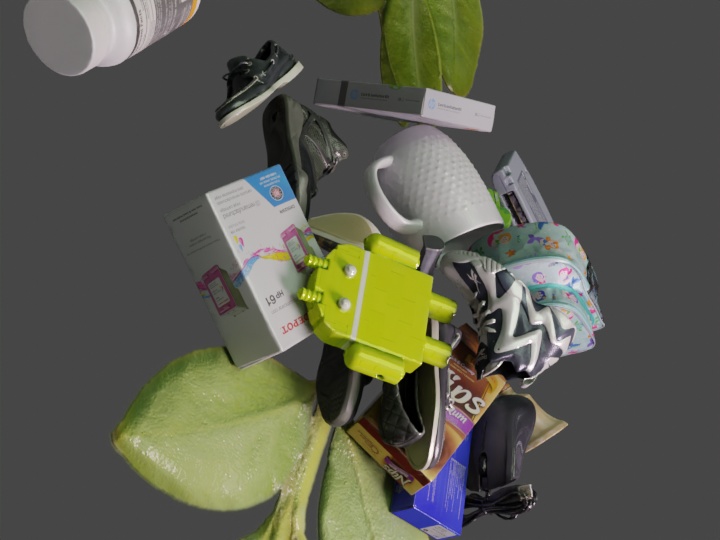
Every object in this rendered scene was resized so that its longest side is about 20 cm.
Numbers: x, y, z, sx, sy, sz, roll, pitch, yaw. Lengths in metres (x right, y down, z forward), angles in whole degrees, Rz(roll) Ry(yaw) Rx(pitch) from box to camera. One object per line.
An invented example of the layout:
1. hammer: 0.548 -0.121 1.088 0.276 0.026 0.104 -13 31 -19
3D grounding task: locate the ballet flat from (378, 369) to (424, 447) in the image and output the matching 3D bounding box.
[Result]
1. ballet flat: 0.055 0.113 1.334 0.066 0.057 0.201 26 57 -46

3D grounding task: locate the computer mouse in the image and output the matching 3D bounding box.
1. computer mouse: 0.181 0.238 1.491 0.053 0.138 0.200 43 44 -26

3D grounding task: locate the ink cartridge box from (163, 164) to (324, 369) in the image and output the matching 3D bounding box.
1. ink cartridge box: -0.118 -0.005 1.308 0.144 0.084 0.201 -30 97 -52

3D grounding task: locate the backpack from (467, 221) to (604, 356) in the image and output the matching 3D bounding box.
1. backpack: 0.238 0.031 1.557 0.151 0.177 0.200 -88 157 -43

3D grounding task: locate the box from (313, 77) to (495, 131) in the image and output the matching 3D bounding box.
1. box: 0.059 -0.228 1.539 0.156 0.200 0.041 4 99 -48

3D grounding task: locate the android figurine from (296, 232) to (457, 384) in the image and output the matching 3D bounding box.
1. android figurine: 0.019 0.041 1.302 0.199 0.041 0.183 23 56 -17

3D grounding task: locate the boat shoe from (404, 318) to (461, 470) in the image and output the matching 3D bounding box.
1. boat shoe: 0.096 0.149 1.360 0.063 0.073 0.201 19 59 -27

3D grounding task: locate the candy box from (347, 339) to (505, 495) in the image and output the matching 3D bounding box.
1. candy box: 0.087 0.173 1.424 0.117 0.056 0.200 44 49 1

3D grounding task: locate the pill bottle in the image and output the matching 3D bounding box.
1. pill bottle: -0.275 -0.297 1.246 0.117 0.116 0.200 56 40 -13

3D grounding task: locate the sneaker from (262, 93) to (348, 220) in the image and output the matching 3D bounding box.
1. sneaker: -0.065 -0.124 1.435 0.114 0.076 0.200 18 53 -36

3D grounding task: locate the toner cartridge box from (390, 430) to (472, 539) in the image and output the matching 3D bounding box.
1. toner cartridge box: 0.098 0.241 1.470 0.095 0.043 0.201 38 47 -32

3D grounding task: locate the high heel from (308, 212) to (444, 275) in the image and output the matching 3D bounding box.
1. high heel: 0.000 0.000 1.479 0.199 0.143 0.072 11 43 -8

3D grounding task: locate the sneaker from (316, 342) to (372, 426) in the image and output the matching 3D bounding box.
1. sneaker: 0.007 0.111 1.390 0.114 0.076 0.200 30 46 -29

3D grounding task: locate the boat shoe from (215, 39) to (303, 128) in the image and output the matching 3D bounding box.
1. boat shoe: -0.139 -0.243 1.411 0.066 0.074 0.199 54 39 -12

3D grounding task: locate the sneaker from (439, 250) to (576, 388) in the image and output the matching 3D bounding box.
1. sneaker: 0.163 0.072 1.431 0.199 0.080 0.130 38 70 1

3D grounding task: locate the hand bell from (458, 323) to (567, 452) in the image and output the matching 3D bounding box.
1. hand bell: 0.202 0.164 1.616 0.104 0.104 0.200 -20 75 -52

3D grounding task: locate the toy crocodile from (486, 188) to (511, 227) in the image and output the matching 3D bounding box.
1. toy crocodile: 0.208 -0.032 1.727 0.068 0.061 0.201 78 5 -67

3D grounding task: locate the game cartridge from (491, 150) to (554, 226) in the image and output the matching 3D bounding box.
1. game cartridge: 0.276 -0.092 1.823 0.201 0.041 0.133 62 27 -12

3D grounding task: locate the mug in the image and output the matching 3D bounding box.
1. mug: 0.081 -0.104 1.541 0.200 0.148 0.176 -9 69 -50
